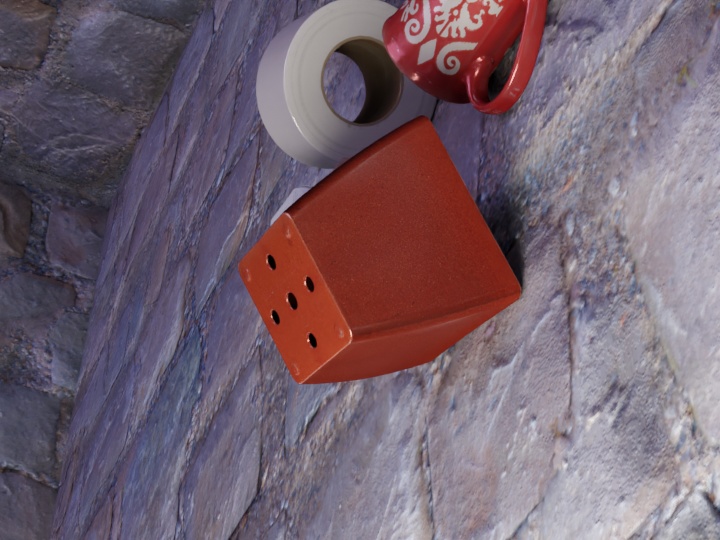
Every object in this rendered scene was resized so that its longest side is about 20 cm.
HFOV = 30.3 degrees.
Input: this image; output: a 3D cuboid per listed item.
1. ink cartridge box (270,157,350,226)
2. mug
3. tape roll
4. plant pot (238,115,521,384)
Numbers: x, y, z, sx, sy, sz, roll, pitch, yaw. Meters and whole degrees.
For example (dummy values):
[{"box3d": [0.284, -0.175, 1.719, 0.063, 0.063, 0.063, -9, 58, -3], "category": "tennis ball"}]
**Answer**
[{"box3d": [0.007, -0.067, 1.490, 0.200, 0.161, 0.058, -50, 32, 46], "category": "ink cartridge box"}, {"box3d": [0.145, -0.281, 1.421, 0.200, 0.178, 0.133, -50, -9, 37], "category": "mug"}, {"box3d": [-0.019, -0.229, 1.655, 0.139, 0.200, 0.205, 5, 77, 71], "category": "tape roll"}, {"box3d": [0.000, 0.000, 1.289, 0.202, 0.175, 0.200, 62, 146, 10], "category": "plant pot"}]
